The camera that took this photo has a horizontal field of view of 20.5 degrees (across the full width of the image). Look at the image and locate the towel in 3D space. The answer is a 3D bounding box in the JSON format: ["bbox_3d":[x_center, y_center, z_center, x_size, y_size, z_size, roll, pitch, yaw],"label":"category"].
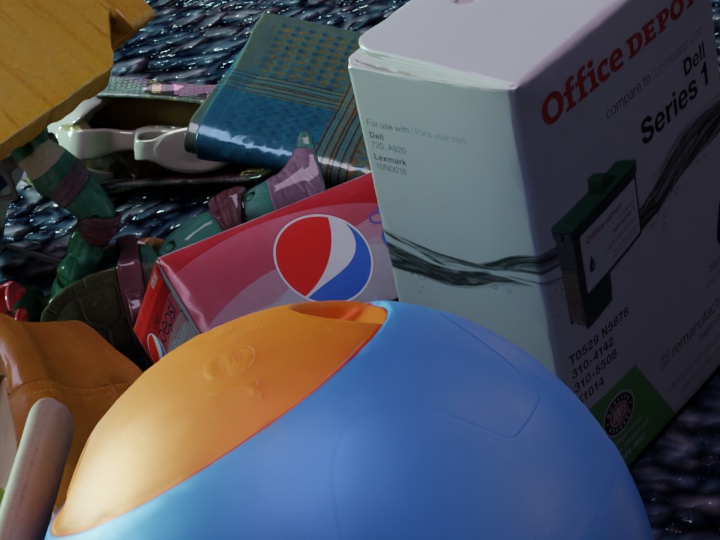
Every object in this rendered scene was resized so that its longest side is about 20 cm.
[{"bbox_3d":[0.019,-0.082,1.083,0.199,0.022,0.147,14,37,10],"label":"towel"}]

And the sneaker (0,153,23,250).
[{"bbox_3d":[-0.238,-0.056,1.038,0.080,0.115,0.199,37,20,17],"label":"sneaker"}]

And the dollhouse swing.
[{"bbox_3d":[-0.236,-0.071,0.948,0.182,0.176,0.200,42,54,12],"label":"dollhouse swing"}]

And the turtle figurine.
[{"bbox_3d":[-0.111,-0.001,0.969,0.199,0.150,0.101,-12,62,-4],"label":"turtle figurine"}]

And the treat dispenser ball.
[{"bbox_3d":[-0.004,0.110,0.637,0.200,0.202,0.201,-11,30,7],"label":"treat dispenser ball"}]

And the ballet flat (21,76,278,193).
[{"bbox_3d":[-0.123,-0.075,1.137,0.199,0.070,0.071,-1,13,18],"label":"ballet flat"}]

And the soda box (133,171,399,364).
[{"bbox_3d":[0.000,0.000,0.910,0.199,0.070,0.064,-24,70,-28],"label":"soda box"}]

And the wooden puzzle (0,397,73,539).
[{"bbox_3d":[-0.164,0.158,0.666,0.200,0.037,0.185,-54,16,26],"label":"wooden puzzle"}]

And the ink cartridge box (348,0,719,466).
[{"bbox_3d":[0.084,-0.028,0.826,0.084,0.201,0.146,14,41,37],"label":"ink cartridge box"}]

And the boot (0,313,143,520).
[{"bbox_3d":[-0.111,0.099,0.829,0.071,0.202,0.144,-41,-21,25],"label":"boot"}]
